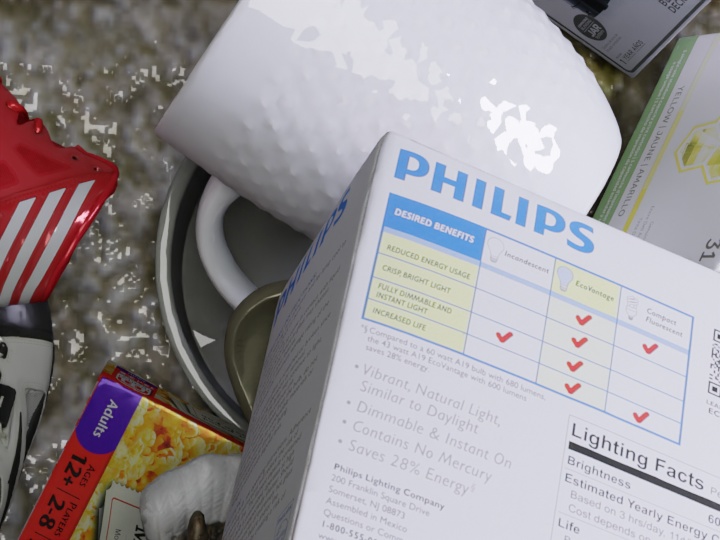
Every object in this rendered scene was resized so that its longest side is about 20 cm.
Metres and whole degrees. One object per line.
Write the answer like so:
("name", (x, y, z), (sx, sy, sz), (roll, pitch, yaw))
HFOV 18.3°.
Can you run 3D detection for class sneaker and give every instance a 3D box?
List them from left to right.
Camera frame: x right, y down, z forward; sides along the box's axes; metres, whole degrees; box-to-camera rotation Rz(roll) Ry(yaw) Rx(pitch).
("sneaker", (-0.182, 0.072, 1.011), (0.074, 0.089, 0.201), (9, 79, -6))
("sneaker", (-0.176, -0.068, 1.039), (0.115, 0.078, 0.201), (4, 66, -23))

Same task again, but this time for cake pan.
("cake pan", (0.000, 0.000, 1.073), (0.199, 0.037, 0.201), (1, 82, -9))

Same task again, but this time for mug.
("mug", (0.006, -0.053, 1.002), (0.175, 0.148, 0.200), (34, 109, -6))

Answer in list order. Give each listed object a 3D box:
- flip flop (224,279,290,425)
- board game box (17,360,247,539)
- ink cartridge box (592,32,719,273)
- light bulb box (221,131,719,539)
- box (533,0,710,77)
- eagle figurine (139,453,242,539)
("flip flop", (0.005, 0.095, 0.966), (0.081, 0.058, 0.201), (-28, 91, -5))
("board game box", (-0.061, 0.154, 1.021), (0.199, 0.046, 0.152), (26, 94, -4))
("ink cartridge box", (0.202, -0.046, 1.024), (0.048, 0.200, 0.146), (40, 67, -29))
("light bulb box", (0.057, 0.087, 0.874), (0.197, 0.125, 0.201), (22, 49, -11))
("box", (0.082, -0.188, 1.069), (0.200, 0.117, 0.060), (34, 70, -2))
("eagle figurine", (-0.092, 0.189, 0.949), (0.150, 0.200, 0.152), (-14, 58, -33))
